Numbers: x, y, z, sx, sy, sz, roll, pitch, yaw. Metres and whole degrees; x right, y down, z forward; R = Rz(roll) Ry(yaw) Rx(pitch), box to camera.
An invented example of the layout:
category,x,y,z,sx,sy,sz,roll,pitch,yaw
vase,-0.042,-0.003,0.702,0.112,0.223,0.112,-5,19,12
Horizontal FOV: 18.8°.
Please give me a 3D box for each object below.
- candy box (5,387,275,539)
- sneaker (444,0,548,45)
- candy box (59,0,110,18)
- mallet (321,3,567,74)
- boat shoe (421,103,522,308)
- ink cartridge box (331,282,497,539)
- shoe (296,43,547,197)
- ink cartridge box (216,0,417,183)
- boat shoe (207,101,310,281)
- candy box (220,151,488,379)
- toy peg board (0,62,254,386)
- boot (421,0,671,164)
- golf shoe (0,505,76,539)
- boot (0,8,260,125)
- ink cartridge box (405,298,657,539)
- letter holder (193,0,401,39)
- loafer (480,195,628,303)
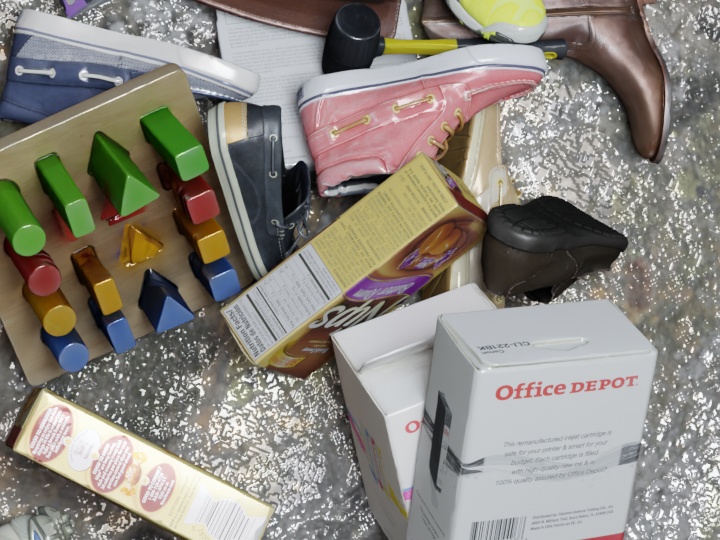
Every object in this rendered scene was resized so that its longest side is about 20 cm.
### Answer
category,x,y,z,sx,sy,sz,roll,pitch,yaw
candy box,-0.170,0.157,1.660,0.199,0.115,0.056,29,81,-9
sneaker,0.098,-0.265,1.716,0.075,0.077,0.201,-8,58,-21
candy box,-0.204,-0.320,1.643,0.071,0.167,0.201,-31,93,-43
mallet,0.065,-0.171,1.724,0.198,0.066,0.041,4,57,-20
boat shoe,0.095,-0.050,1.756,0.069,0.074,0.202,9,86,-24
ink cartridge box,0.067,0.117,1.667,0.128,0.125,0.201,-20,123,-12
shoe,0.054,-0.114,1.686,0.198,0.072,0.092,-10,75,-4
ink cartridge box,-0.035,-0.171,1.752,0.161,0.057,0.202,-8,69,-12
boat shoe,-0.066,-0.052,1.667,0.062,0.201,0.075,-11,46,5
candy box,0.000,0.000,1.670,0.199,0.117,0.057,-37,73,10
toy peg board,-0.183,-0.017,1.631,0.199,0.098,0.200,-25,123,-12
boot,0.147,-0.169,1.774,0.198,0.064,0.188,-7,85,-11
golf shoe,-0.239,0.288,1.673,0.096,0.078,0.202,-22,86,5
boot,-0.181,-0.136,1.689,0.198,0.073,0.091,14,90,9
ink cartridge box,0.121,0.129,1.569,0.143,0.084,0.202,-5,120,-21
letter holder,-0.048,-0.272,1.699,0.198,0.101,0.143,14,72,-10
loafer,0.145,-0.013,1.723,0.073,0.199,0.072,33,107,28
